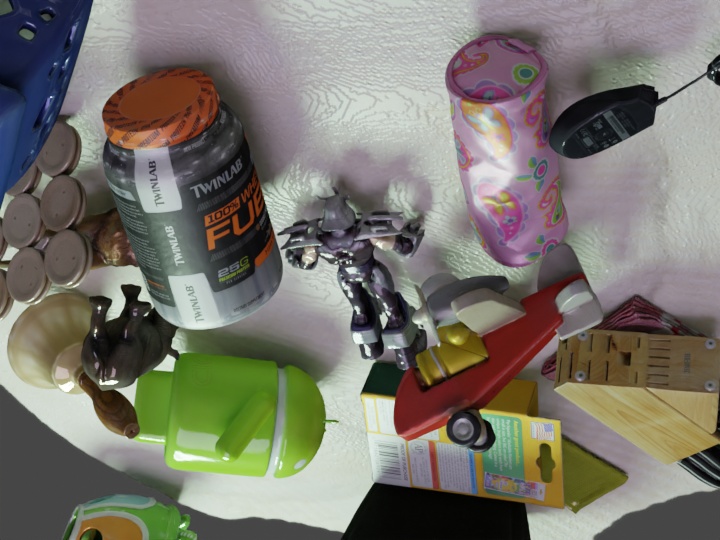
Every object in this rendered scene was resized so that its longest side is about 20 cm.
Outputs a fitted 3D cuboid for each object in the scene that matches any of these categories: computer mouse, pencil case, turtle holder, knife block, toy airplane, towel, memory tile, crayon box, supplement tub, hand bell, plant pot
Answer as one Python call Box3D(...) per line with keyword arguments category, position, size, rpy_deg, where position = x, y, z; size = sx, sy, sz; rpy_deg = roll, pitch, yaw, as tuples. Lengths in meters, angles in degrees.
Box3D(category="computer mouse", position=(0.233, -0.144, 1.275), size=(0.199, 0.034, 0.059), rpy_deg=(-26, 150, 14))
Box3D(category="pencil case", position=(0.121, -0.095, 1.346), size=(0.087, 0.088, 0.200), rpy_deg=(-1, 139, 15))
Box3D(category="turtle holder", position=(-0.270, 0.310, 1.883), size=(0.131, 0.186, 0.141), rpy_deg=(22, 107, -13))
Box3D(category="knife block", position=(0.282, 0.136, 1.549), size=(0.199, 0.064, 0.176), rpy_deg=(4, 140, 10))
Box3D(category="toy airplane", position=(0.114, 0.047, 1.458), size=(0.141, 0.199, 0.200), rpy_deg=(45, 139, 20))
Box3D(category="towel", position=(0.174, 0.188, 1.705), size=(0.199, 0.018, 0.086), rpy_deg=(31, 137, -21))
Box3D(category="memory tile", position=(-0.315, -0.035, 1.480), size=(0.199, 0.154, 0.017), rpy_deg=(-20, 160, 33))
Box3D(category="crayon box", position=(0.107, 0.163, 1.639), size=(0.199, 0.052, 0.126), rpy_deg=(7, 131, 17))
Box3D(category="supplement tub", position=(-0.144, -0.061, 1.403), size=(0.122, 0.123, 0.201), rpy_deg=(-3, 128, 17))
Box3D(category="hand bell", position=(-0.252, 0.108, 1.567), size=(0.104, 0.200, 0.105), rpy_deg=(-14, 120, -26))
Box3D(category="plant pot", position=(-0.341, -0.153, 1.316), size=(0.199, 0.180, 0.200), rpy_deg=(20, 139, -8))
Box3D(category="plant pot", position=(0.089, 0.302, 1.720), size=(0.198, 0.178, 0.200), rpy_deg=(4, 146, 15))
Box3D(category="towel", position=(0.292, 0.108, 1.580), size=(0.199, 0.023, 0.144), rpy_deg=(28, 138, -18))

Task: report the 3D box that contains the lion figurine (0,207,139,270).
Box3D(category="lion figurine", position=(-0.261, -0.022, 1.531), size=(0.199, 0.122, 0.073), rpy_deg=(2, 100, 35))

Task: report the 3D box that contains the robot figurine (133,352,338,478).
Box3D(category="robot figurine", position=(-0.125, 0.144, 1.643), size=(0.199, 0.116, 0.175), rpy_deg=(7, 170, -8))

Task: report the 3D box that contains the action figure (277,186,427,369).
Box3D(category="action figure", position=(0.000, 0.000, 1.498), size=(0.129, 0.070, 0.201), rpy_deg=(1, 135, 24))

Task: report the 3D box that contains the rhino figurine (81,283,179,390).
Box3D(category="rhino figurine", position=(-0.205, 0.059, 1.546), size=(0.059, 0.200, 0.088), rpy_deg=(13, 99, 11))
